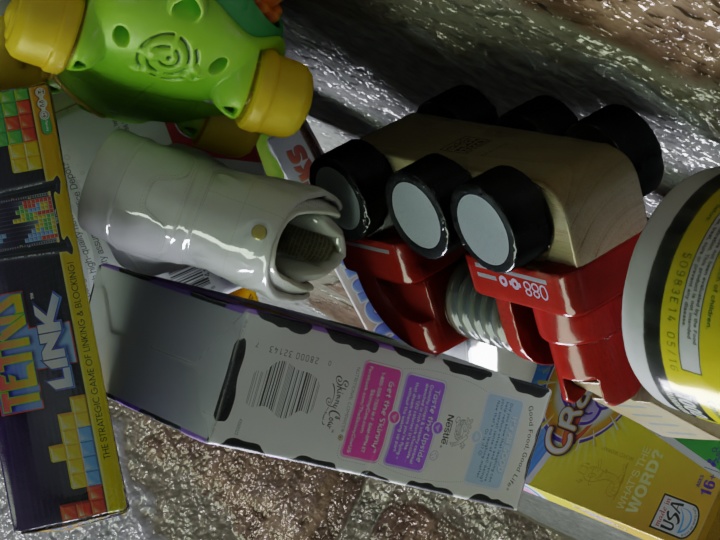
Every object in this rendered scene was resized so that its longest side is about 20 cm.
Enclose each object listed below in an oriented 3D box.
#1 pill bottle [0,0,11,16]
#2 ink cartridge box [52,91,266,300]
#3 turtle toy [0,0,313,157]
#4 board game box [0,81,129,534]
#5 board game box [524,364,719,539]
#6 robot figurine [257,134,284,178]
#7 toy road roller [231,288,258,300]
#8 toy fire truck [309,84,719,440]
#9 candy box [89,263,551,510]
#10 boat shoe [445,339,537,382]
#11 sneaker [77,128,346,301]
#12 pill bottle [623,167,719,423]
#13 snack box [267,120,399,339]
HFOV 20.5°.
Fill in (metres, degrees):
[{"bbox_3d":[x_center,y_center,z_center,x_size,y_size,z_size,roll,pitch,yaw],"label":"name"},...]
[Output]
[{"bbox_3d":[-0.215,-0.163,1.030,0.112,0.113,0.200,27,172,-6],"label":"pill bottle"},{"bbox_3d":[-0.158,-0.037,1.129,0.084,0.200,0.145,44,156,60],"label":"ink cartridge box"},{"bbox_3d":[-0.103,-0.121,0.963,0.146,0.101,0.200,16,172,-18],"label":"turtle toy"},{"bbox_3d":[-0.157,0.026,0.969,0.057,0.200,0.165,-11,173,-7],"label":"board game box"},{"bbox_3d":[0.157,0.074,1.196,0.200,0.153,0.040,18,168,41],"label":"board game box"},{"bbox_3d":[-0.120,-0.056,1.354,0.175,0.116,0.200,34,169,-13],"label":"robot figurine"},{"bbox_3d":[-0.135,0.004,1.640,0.123,0.146,0.200,25,171,6],"label":"toy road roller"},{"bbox_3d":[0.090,0.016,0.992,0.176,0.129,0.200,14,126,52],"label":"toy fire truck"},{"bbox_3d":[-0.028,0.061,1.075,0.200,0.072,0.168,16,179,-33],"label":"candy box"},{"bbox_3d":[0.062,0.002,1.137,0.068,0.072,0.200,21,146,25],"label":"boat shoe"},{"bbox_3d":[-0.062,-0.017,0.999,0.115,0.074,0.200,20,-178,7],"label":"sneaker"},{"bbox_3d":[0.217,0.027,0.830,0.200,0.113,0.112,17,167,47],"label":"pill bottle"},{"bbox_3d":[0.000,0.000,1.232,0.200,0.024,0.072,62,-175,-6],"label":"snack box"}]
